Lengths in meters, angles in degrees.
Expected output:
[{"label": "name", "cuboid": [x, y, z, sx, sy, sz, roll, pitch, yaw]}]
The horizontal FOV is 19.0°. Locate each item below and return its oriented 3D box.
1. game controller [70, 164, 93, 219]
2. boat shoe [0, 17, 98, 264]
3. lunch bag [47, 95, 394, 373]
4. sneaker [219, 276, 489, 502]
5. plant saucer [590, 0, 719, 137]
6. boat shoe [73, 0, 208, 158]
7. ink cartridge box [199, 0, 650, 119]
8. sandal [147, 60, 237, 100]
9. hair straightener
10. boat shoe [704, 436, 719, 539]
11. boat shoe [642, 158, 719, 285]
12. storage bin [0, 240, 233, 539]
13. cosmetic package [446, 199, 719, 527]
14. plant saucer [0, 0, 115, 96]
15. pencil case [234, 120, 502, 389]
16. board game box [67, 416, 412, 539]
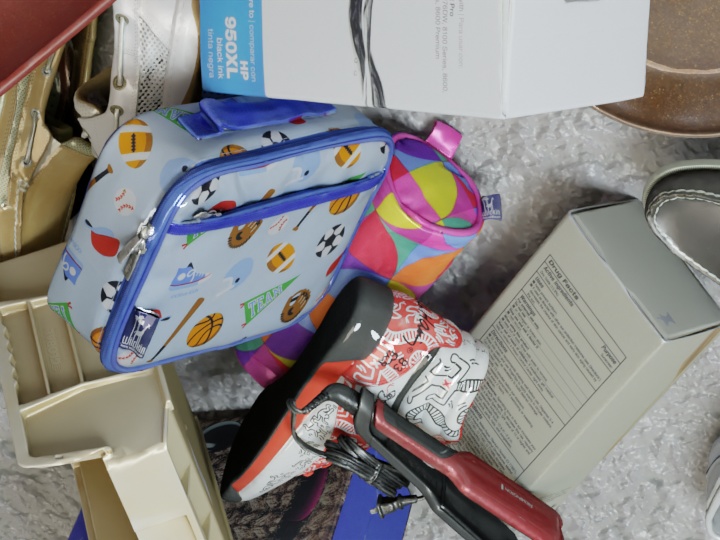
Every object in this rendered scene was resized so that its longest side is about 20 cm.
[{"label": "game controller", "cuboid": [-0.266, -0.094, 1.373, 0.200, 0.042, 0.104, 41, 126, -14]}, {"label": "boat shoe", "cuboid": [-0.191, -0.078, 1.309, 0.076, 0.072, 0.201, 14, 114, 25]}, {"label": "lunch bag", "cuboid": [-0.076, -0.029, 1.196, 0.076, 0.200, 0.161, 44, 126, 23]}, {"label": "sneaker", "cuboid": [-0.002, 0.095, 1.321, 0.108, 0.067, 0.202, 25, 128, -16]}, {"label": "plant saucer", "cuboid": [0.182, -0.167, 1.184, 0.199, 0.037, 0.201, 9, 128, 12]}, {"label": "boat shoe", "cuboid": [-0.129, -0.092, 1.224, 0.069, 0.071, 0.201, 14, 128, -2]}, {"label": "ink cartridge box", "cuboid": [0.034, -0.133, 1.138, 0.199, 0.144, 0.085, 9, 104, 37]}, {"label": "sandal", "cuboid": [-0.110, -0.103, 1.304, 0.087, 0.080, 0.201, 3, 130, -6]}, {"label": "hair straightener", "cuboid": [0.027, 0.130, 1.282, 0.200, 0.041, 0.077, 32, 125, -27]}, {"label": "boat shoe", "cuboid": [0.271, 0.114, 1.308, 0.073, 0.066, 0.200, 22, 148, -4]}, {"label": "boat shoe", "cuboid": [0.251, 0.000, 1.211, 0.200, 0.061, 0.072, 23, 128, 3]}, {"label": "storage bin", "cuboid": [-0.147, 0.110, 1.304, 0.093, 0.199, 0.201, -18, 133, -3]}, {"label": "cosmetic package", "cuboid": [0.124, 0.060, 1.320, 0.105, 0.071, 0.200, 56, 131, 21]}, {"label": "plant saucer", "cuboid": [-0.195, -0.191, 1.158, 0.200, 0.200, 0.037, 40, 162, 24]}, {"label": "pencil case", "cuboid": [0.000, 0.000, 1.332, 0.088, 0.089, 0.200, 35, 127, -10]}, {"label": "board game box", "cuboid": [-0.084, 0.185, 1.441, 0.199, 0.160, 0.097, -7, 127, 21]}]
